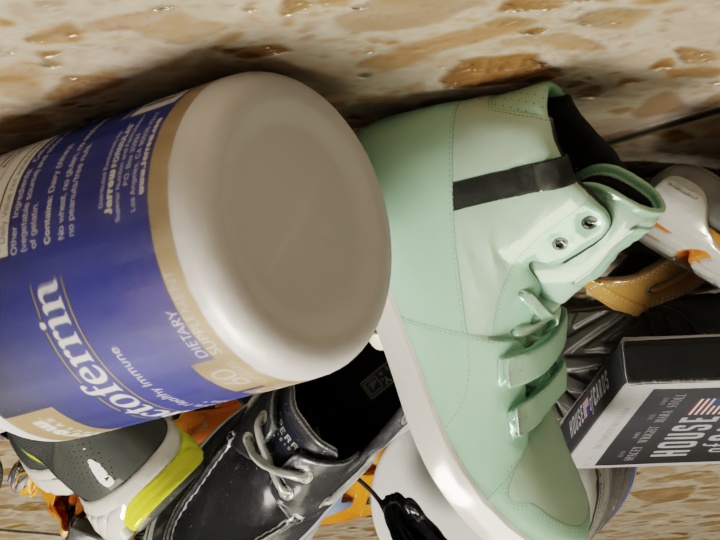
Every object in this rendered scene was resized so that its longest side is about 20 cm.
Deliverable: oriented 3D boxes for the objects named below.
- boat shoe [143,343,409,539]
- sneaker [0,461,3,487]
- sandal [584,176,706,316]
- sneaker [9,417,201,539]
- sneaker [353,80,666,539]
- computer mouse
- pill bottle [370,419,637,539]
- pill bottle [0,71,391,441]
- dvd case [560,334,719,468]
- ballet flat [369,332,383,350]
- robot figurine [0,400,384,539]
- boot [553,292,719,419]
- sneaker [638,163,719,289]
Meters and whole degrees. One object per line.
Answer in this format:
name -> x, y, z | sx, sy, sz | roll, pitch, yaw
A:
boat shoe -> -0.025, 0.078, 1.262 | 0.200, 0.072, 0.068 | -38, 166, 5
sneaker -> -0.268, 0.075, 1.372 | 0.199, 0.075, 0.085 | 15, -179, 7
sandal -> 0.137, -0.006, 1.240 | 0.199, 0.054, 0.080 | 4, 164, -33
sneaker -> -0.132, 0.059, 1.291 | 0.074, 0.085, 0.200 | -41, -160, -11
sneaker -> 0.074, 0.023, 1.084 | 0.118, 0.201, 0.074 | -18, -162, 25
computer mouse -> -0.007, 0.083, 1.340 | 0.034, 0.200, 0.059 | -51, 156, 14
pill bottle -> 0.076, 0.106, 1.448 | 0.113, 0.114, 0.200 | -9, -178, 16
pill bottle -> -0.096, 0.002, 1.059 | 0.199, 0.116, 0.115 | -16, 163, 38
dvd case -> 0.196, 0.055, 1.203 | 0.199, 0.025, 0.150 | -3, 163, -7
ballet flat -> 0.000, 0.000, 1.167 | 0.199, 0.076, 0.068 | -10, 149, 21
robot figurine -> -0.090, 0.092, 1.440 | 0.199, 0.145, 0.058 | -3, 125, -33
boot -> 0.121, 0.036, 1.369 | 0.181, 0.073, 0.200 | 5, -171, 23
sneaker -> 0.182, -0.018, 1.175 | 0.078, 0.077, 0.200 | 36, -171, 34
